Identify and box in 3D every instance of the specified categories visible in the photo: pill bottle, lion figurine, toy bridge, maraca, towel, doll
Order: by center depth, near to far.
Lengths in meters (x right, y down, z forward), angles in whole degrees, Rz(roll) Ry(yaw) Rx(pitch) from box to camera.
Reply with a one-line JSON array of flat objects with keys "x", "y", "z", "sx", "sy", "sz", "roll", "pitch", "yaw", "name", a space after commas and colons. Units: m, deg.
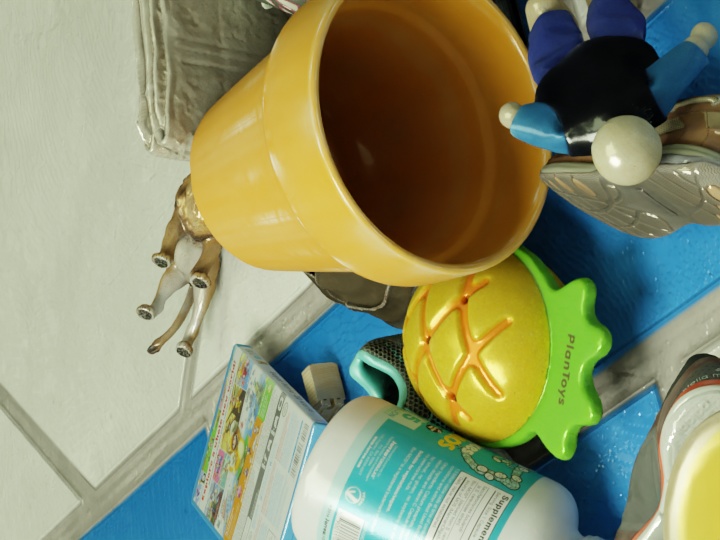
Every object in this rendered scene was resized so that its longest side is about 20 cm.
[{"x": 0.147, "y": -0.115, "z": 1.308, "sx": 0.200, "sy": 0.136, "sz": 0.049, "roll": -93, "pitch": -19, "yaw": -58, "name": "doll"}, {"x": 0.064, "y": 0.167, "z": 1.430, "sx": 0.200, "sy": 0.111, "sz": 0.111, "roll": 25, "pitch": 118, "yaw": 18, "name": "pill bottle"}, {"x": 0.097, "y": 0.050, "z": 1.430, "sx": 0.200, "sy": 0.107, "sz": 0.137, "roll": 17, "pitch": 105, "yaw": 58, "name": "maraca"}, {"x": -0.078, "y": -0.131, "z": 1.544, "sx": 0.034, "sy": 0.200, "sz": 0.133, "roll": -17, "pitch": 71, "yaw": 43, "name": "towel"}, {"x": -0.064, "y": 0.145, "z": 1.789, "sx": 0.200, "sy": 0.027, "sz": 0.067, "roll": -46, "pitch": 53, "yaw": 51, "name": "toy bridge"}, {"x": -0.137, "y": -0.020, "z": 1.861, "sx": 0.200, "sy": 0.072, "sz": 0.123, "roll": 124, "pitch": 169, "yaw": -53, "name": "lion figurine"}]

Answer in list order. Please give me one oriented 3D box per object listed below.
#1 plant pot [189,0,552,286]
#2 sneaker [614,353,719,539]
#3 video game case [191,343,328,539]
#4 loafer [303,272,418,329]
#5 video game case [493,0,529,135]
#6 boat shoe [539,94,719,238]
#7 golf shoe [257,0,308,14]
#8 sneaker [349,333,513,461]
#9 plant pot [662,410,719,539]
[{"x": -0.010, "y": -0.079, "z": 1.433, "sx": 0.183, "sy": 0.200, "sz": 0.201, "roll": -16, "pitch": 77, "yaw": 48, "name": "plant pot"}, {"x": 0.194, "y": 0.139, "z": 1.329, "sx": 0.082, "sy": 0.077, "sz": 0.200, "roll": -90, "pitch": 16, "yaw": -61, "name": "sneaker"}, {"x": -0.081, "y": 0.155, "z": 1.749, "sx": 0.200, "sy": 0.018, "sz": 0.143, "roll": 37, "pitch": 114, "yaw": 63, "name": "video game case"}, {"x": 0.000, "y": 0.000, "z": 1.585, "sx": 0.200, "sy": 0.071, "sz": 0.073, "roll": 169, "pitch": 116, "yaw": -72, "name": "loafer"}, {"x": 0.053, "y": -0.160, "z": 1.539, "sx": 0.143, "sy": 0.019, "sz": 0.200, "roll": -34, "pitch": 57, "yaw": 38, "name": "video game case"}, {"x": 0.180, "y": -0.067, "z": 1.335, "sx": 0.072, "sy": 0.076, "sz": 0.200, "roll": -60, "pitch": 24, "yaw": -14, "name": "boat shoe"}, {"x": -0.030, "y": -0.203, "z": 1.511, "sx": 0.077, "sy": 0.200, "sz": 0.088, "roll": -61, "pitch": 14, "yaw": -20, "name": "golf shoe"}, {"x": 0.048, "y": 0.127, "z": 1.534, "sx": 0.078, "sy": 0.091, "sz": 0.200, "roll": -57, "pitch": 45, "yaw": 45, "name": "sneaker"}, {"x": 0.259, "y": 0.124, "z": 1.077, "sx": 0.201, "sy": 0.189, "sz": 0.201, "roll": 1, "pitch": 91, "yaw": 60, "name": "plant pot"}]
